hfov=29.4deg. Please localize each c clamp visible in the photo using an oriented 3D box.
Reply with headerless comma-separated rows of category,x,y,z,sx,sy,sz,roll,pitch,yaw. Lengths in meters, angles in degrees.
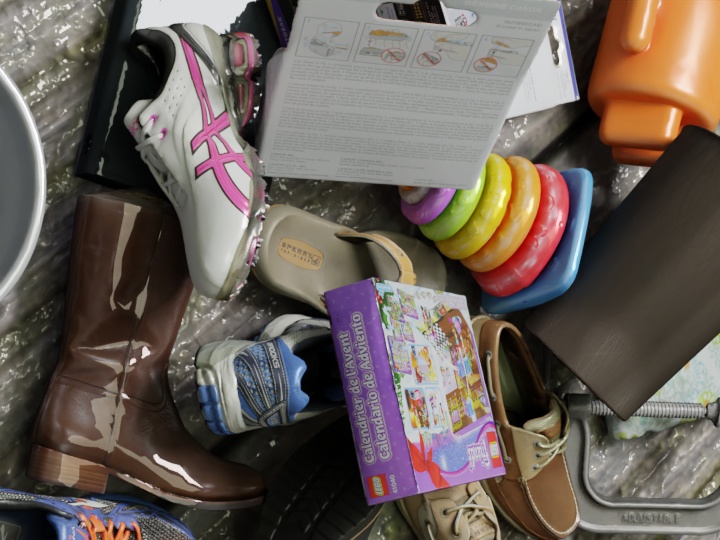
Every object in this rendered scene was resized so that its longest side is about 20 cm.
c clamp,0.238,0.140,1.148,0.197,0.027,0.173,8,94,-6

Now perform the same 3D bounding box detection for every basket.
basket,0.233,0.007,1.073,0.136,0.180,0.200,44,94,4

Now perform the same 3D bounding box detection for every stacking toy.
stacking toy,0.069,-0.057,1.038,0.199,0.116,0.111,25,64,-25

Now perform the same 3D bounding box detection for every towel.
towel,0.288,0.046,1.215,0.198,0.048,0.174,-9,92,-33

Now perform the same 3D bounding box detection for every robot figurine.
robot figurine,0.261,-0.189,1.169,0.143,0.116,0.202,21,77,-20

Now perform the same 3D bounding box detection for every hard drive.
hard drive,-0.112,-0.144,0.967,0.138,0.033,0.203,17,79,-32

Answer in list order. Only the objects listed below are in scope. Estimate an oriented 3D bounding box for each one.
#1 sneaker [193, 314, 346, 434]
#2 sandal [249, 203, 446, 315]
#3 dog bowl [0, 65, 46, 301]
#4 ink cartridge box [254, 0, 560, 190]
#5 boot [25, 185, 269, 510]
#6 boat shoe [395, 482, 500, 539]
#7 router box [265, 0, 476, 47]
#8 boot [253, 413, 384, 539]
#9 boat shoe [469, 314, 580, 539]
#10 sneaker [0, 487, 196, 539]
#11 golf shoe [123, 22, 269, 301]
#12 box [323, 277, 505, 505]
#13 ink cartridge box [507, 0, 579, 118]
sneaker,-0.034,0.071,0.937,0.200,0.084,0.078,-21,102,-69
sandal,0.000,0.000,1.012,0.199,0.054,0.081,18,79,-45
dog bowl,-0.293,-0.052,0.815,0.198,0.078,0.203,1,88,-34
ink cartridge box,0.023,-0.128,0.887,0.160,0.201,0.058,3,54,-12
boot,-0.121,0.052,0.921,0.185,0.064,0.203,15,84,-36
boat shoe,0.079,0.194,1.059,0.071,0.064,0.202,-23,101,-32
router box,0.053,-0.218,0.983,0.200,0.156,0.053,-41,121,-38
boot,-0.025,0.209,0.975,0.201,0.077,0.139,-52,148,-21
boat shoe,0.125,0.126,1.083,0.076,0.073,0.201,-40,109,-37
sneaker,-0.190,0.177,0.873,0.198,0.078,0.076,11,82,-32
golf shoe,-0.109,-0.071,0.884,0.091,0.073,0.202,6,57,-21
box,0.042,0.082,0.943,0.200,0.039,0.139,13,63,-68
ink cartridge box,0.083,-0.164,1.095,0.198,0.039,0.101,-15,96,-32
